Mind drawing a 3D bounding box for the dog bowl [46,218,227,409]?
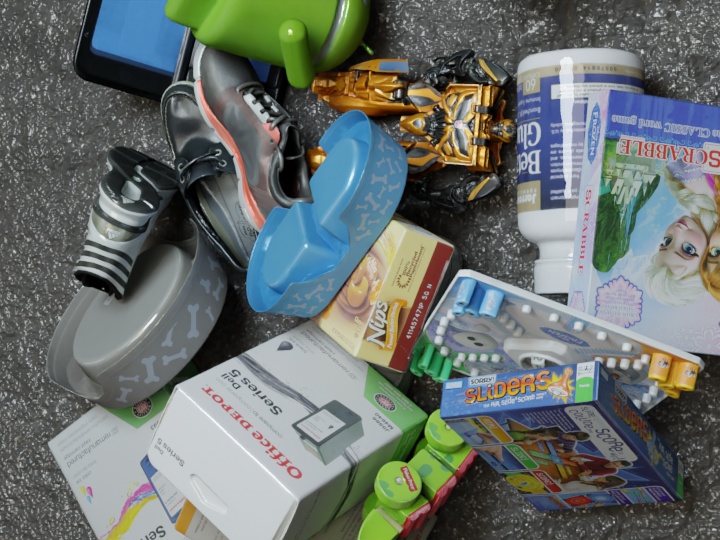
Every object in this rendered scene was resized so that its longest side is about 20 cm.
[{"bbox_3d":[-0.208,0.044,1.313,0.199,0.201,0.059,-32,121,22],"label":"dog bowl"}]

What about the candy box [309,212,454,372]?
[{"bbox_3d":[0.000,0.000,1.224,0.116,0.055,0.200,-67,26,6],"label":"candy box"}]

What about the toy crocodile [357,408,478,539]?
[{"bbox_3d":[0.058,0.179,1.193,0.062,0.200,0.068,37,142,13],"label":"toy crocodile"}]

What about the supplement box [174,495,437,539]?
[{"bbox_3d":[-0.046,0.224,1.225,0.199,0.126,0.074,31,122,7],"label":"supplement box"}]

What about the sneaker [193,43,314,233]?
[{"bbox_3d":[-0.086,-0.134,1.279,0.082,0.077,0.202,-28,84,46],"label":"sneaker"}]

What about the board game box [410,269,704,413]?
[{"bbox_3d":[0.148,0.078,1.118,0.198,0.200,0.026,20,67,-2],"label":"board game box"}]

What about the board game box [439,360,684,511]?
[{"bbox_3d":[0.168,0.140,1.128,0.134,0.200,0.035,-9,55,29],"label":"board game box"}]

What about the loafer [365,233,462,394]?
[{"bbox_3d":[0.026,0.058,1.262,0.070,0.070,0.202,28,101,21],"label":"loafer"}]

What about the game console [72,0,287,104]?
[{"bbox_3d":[-0.155,-0.256,1.330,0.174,0.116,0.202,17,94,22],"label":"game console"}]

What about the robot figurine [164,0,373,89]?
[{"bbox_3d":[-0.078,-0.247,1.257,0.116,0.198,0.177,-47,43,42],"label":"robot figurine"}]

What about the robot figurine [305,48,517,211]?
[{"bbox_3d":[0.048,-0.130,1.264,0.198,0.058,0.147,4,90,29],"label":"robot figurine"}]

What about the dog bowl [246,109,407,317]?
[{"bbox_3d":[-0.028,-0.042,1.189,0.201,0.049,0.112,-54,30,27],"label":"dog bowl"}]

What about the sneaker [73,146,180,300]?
[{"bbox_3d":[-0.231,-0.044,1.317,0.075,0.201,0.116,27,106,-5],"label":"sneaker"}]

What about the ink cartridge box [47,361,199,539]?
[{"bbox_3d":[-0.186,0.210,1.336,0.145,0.087,0.201,-35,77,16],"label":"ink cartridge box"}]

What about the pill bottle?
[{"bbox_3d":[0.188,-0.080,1.182,0.110,0.111,0.202,-1,87,22],"label":"pill bottle"}]

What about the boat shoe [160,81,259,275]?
[{"bbox_3d":[-0.138,-0.083,1.311,0.074,0.066,0.201,-19,99,16],"label":"boat shoe"}]

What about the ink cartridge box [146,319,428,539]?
[{"bbox_3d":[-0.059,0.141,1.182,0.145,0.199,0.084,39,123,18],"label":"ink cartridge box"}]

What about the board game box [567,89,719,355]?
[{"bbox_3d":[0.272,-0.033,1.125,0.198,0.041,0.202,5,90,-15],"label":"board game box"}]
